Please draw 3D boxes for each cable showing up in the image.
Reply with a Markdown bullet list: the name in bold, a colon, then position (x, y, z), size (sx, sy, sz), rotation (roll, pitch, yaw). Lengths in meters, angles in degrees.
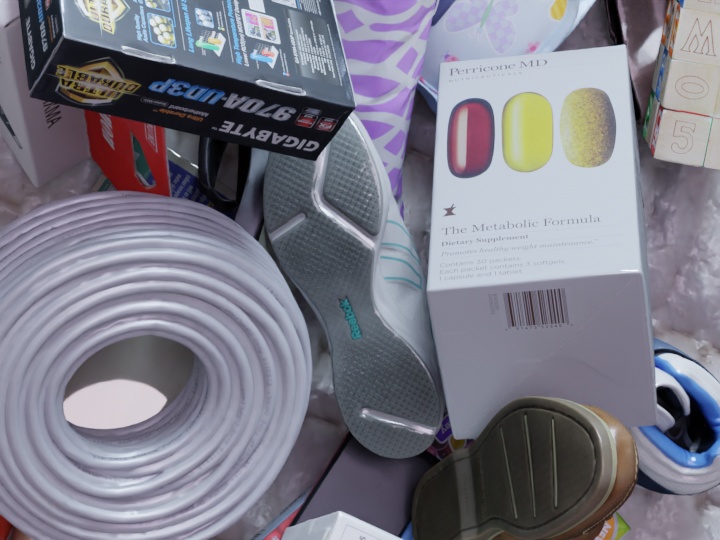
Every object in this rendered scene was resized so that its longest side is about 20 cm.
- **cable**: position (-0.125, 0.058, 1.126), size (0.199, 0.069, 0.200), rotation (18, 110, -27)

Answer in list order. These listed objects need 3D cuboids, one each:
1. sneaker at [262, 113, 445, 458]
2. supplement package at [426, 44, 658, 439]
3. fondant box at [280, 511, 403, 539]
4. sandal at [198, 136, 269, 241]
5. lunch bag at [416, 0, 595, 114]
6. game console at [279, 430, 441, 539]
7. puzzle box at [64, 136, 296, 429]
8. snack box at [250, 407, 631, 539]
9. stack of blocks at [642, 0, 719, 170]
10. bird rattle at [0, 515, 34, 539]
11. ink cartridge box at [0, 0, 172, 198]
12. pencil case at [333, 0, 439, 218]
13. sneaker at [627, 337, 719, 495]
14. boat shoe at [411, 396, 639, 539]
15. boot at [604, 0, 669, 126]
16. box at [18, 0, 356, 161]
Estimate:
- **sneaker**: position (0.000, 0.000, 1.179), size (0.070, 0.080, 0.201), rotation (-13, 100, 17)
- **supplement package**: position (0.099, -0.019, 1.168), size (0.113, 0.110, 0.200), rotation (-5, 40, 8)
- **fondant box**: position (0.052, 0.193, 1.105), size (0.199, 0.144, 0.058), rotation (26, 76, -7)
- **sandal**: position (-0.071, -0.085, 1.226), size (0.043, 0.076, 0.201), rotation (7, 57, -7)
- **lunch bag**: position (0.067, -0.206, 1.252), size (0.169, 0.127, 0.200), rotation (40, 81, -8)
- **game console**: position (0.036, 0.205, 1.185), size (0.200, 0.031, 0.177), rotation (35, 79, -5)
- **puzzle box**: position (-0.129, 0.034, 1.237), size (0.133, 0.025, 0.200), rotation (33, 78, -3)
- **snack box**: position (0.035, 0.163, 1.233), size (0.200, 0.053, 0.142), rotation (-41, 92, -12)
- **stack of blocks**: position (0.210, -0.165, 1.223), size (0.058, 0.115, 0.201), rotation (10, 103, 2)
- **bird rattle**: position (-0.232, 0.155, 1.162), size (0.200, 0.113, 0.163), rotation (39, 75, -4)
- **ink cartridge box**: position (-0.165, -0.096, 1.141), size (0.045, 0.200, 0.176), rotation (-31, 73, -14)
- **pencil case**: position (-0.001, -0.106, 1.202), size (0.085, 0.084, 0.201), rotation (-4, 126, -23)
- **sneaker**: position (0.135, 0.048, 1.218), size (0.200, 0.146, 0.081), rotation (44, 78, -2)
- **boat shoe**: position (0.097, 0.109, 1.105), size (0.068, 0.200, 0.072), rotation (5, 75, -23)
- **boot**: position (0.231, -0.190, 1.305), size (0.166, 0.072, 0.201), rotation (-5, 87, -12)
- **box**: position (-0.094, -0.158, 1.070), size (0.158, 0.046, 0.201), rotation (11, 49, -30)
